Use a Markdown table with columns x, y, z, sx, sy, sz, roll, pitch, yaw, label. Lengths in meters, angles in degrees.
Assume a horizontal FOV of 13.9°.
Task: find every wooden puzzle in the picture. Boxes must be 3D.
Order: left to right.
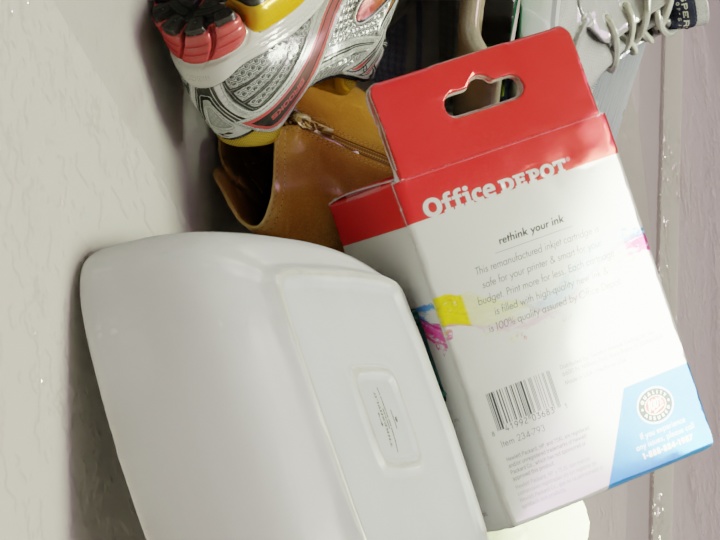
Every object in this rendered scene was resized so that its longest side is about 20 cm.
| x | y | z | sx | sy | sz | roll | pitch | yaw | label |
| --- | --- | --- | --- | --- | --- | --- | --- | --- | --- |
| 0.069 | -0.170 | 1.460 | 0.185 | 0.037 | 0.200 | 86 | 8 | -78 | wooden puzzle |

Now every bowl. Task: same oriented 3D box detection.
| x | y | z | sx | sy | sz | roll | pitch | yaw | label |
| --- | --- | --- | --- | --- | --- | --- | --- | --- | --- |
| -0.019 | 0.071 | 1.208 | 0.200 | 0.075 | 0.200 | 6 | 62 | -66 | bowl |

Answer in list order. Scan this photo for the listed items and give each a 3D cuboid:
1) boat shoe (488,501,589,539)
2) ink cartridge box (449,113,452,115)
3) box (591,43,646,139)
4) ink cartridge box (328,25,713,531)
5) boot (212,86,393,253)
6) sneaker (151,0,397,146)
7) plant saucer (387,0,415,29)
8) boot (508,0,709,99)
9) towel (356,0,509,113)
| x | y | z | sx | sy | sz | roll | pitch | yaw | label |
| --- | --- | --- | --- | --- | --- | --- | --- | --- | --- |
| 0.014 | 0.152 | 1.334 | 0.200 | 0.063 | 0.071 | -29 | 95 | -29 | boat shoe |
| 0.032 | -0.149 | 1.650 | 0.200 | 0.050 | 0.162 | -58 | 141 | -72 | ink cartridge box |
| 0.089 | -0.047 | 1.601 | 0.200 | 0.048 | 0.159 | 119 | -6 | -52 | box |
| 0.065 | 0.005 | 1.308 | 0.067 | 0.116 | 0.200 | -17 | -88 | 62 | ink cartridge box |
| 0.000 | -0.001 | 1.351 | 0.144 | 0.071 | 0.201 | 16 | 48 | -49 | boot |
| -0.018 | -0.127 | 1.324 | 0.200 | 0.078 | 0.082 | -42 | 130 | -37 | sneaker |
| 0.003 | -0.213 | 1.428 | 0.200 | 0.050 | 0.200 | 6 | 83 | -56 | plant saucer |
| 0.128 | -0.133 | 1.477 | 0.074 | 0.095 | 0.200 | 95 | 4 | -60 | boot |
| 0.019 | -0.155 | 1.515 | 0.200 | 0.024 | 0.147 | 4 | 86 | -56 | towel |
